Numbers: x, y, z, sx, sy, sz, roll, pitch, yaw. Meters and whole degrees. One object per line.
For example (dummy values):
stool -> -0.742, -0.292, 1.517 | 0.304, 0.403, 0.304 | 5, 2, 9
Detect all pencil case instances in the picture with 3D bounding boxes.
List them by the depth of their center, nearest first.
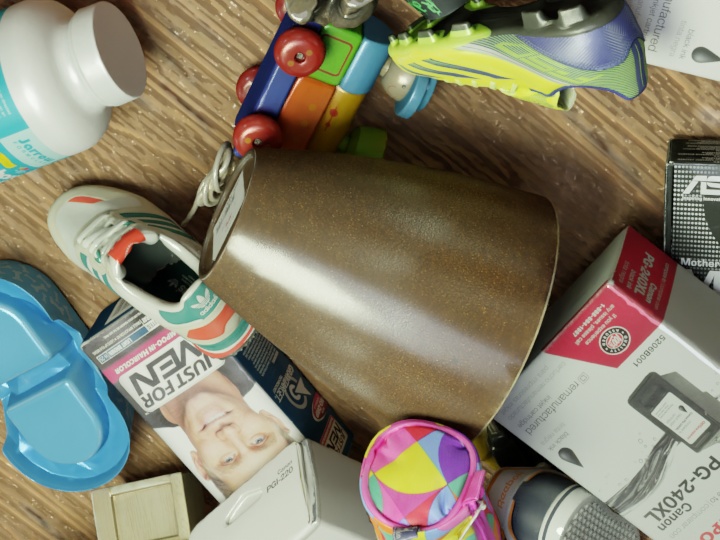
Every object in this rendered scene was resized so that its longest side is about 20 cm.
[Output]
pencil case -> 0.054, 0.176, 1.199 | 0.088, 0.089, 0.200 | 0, 150, 12

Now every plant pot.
plant pot -> 0.000, 0.000, 1.190 | 0.199, 0.187, 0.188 | 22, 121, -14

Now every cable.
cable -> 0.135, 0.155, 1.363 | 0.097, 0.050, 0.201 | -26, 123, 5

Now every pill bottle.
pill bottle -> -0.250, -0.121, 1.246 | 0.199, 0.111, 0.111 | -18, 112, 21

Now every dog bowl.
dog bowl -> -0.251, 0.078, 1.388 | 0.111, 0.050, 0.201 | -26, 109, 23

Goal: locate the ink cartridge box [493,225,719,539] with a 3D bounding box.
ink cartridge box -> 0.211, 0.092, 1.226 | 0.199, 0.084, 0.145 | 37, 123, -5

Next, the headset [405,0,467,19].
headset -> 0.102, -0.237, 1.111 | 0.094, 0.124, 0.201 | 33, 95, -19

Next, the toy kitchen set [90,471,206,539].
toy kitchen set -> -0.172, 0.280, 1.457 | 0.162, 0.180, 0.202 | -13, 79, 15

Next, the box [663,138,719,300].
box -> 0.307, 0.006, 1.229 | 0.198, 0.048, 0.194 | 3, 122, 11

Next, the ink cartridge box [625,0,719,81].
ink cartridge box -> 0.259, -0.190, 1.101 | 0.198, 0.085, 0.147 | 13, 122, -1

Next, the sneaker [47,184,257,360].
sneaker -> -0.157, -0.017, 1.253 | 0.199, 0.093, 0.070 | 35, 82, 30

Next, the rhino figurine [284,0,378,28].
rhino figurine -> 0.013, -0.240, 1.122 | 0.059, 0.087, 0.201 | 25, 94, 1

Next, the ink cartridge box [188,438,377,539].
ink cartridge box -> -0.010, 0.226, 1.352 | 0.199, 0.085, 0.146 | 29, 123, -32

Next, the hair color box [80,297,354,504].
hair color box -> -0.107, 0.093, 1.358 | 0.100, 0.061, 0.200 | -33, 107, 26

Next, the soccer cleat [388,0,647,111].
soccer cleat -> 0.093, -0.131, 1.113 | 0.199, 0.065, 0.084 | 3, 129, 49

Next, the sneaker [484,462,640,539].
sneaker -> 0.150, 0.192, 1.320 | 0.079, 0.079, 0.200 | 25, 164, 30

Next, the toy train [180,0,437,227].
toy train -> -0.035, -0.092, 1.239 | 0.115, 0.085, 0.201 | 20, 121, -14
